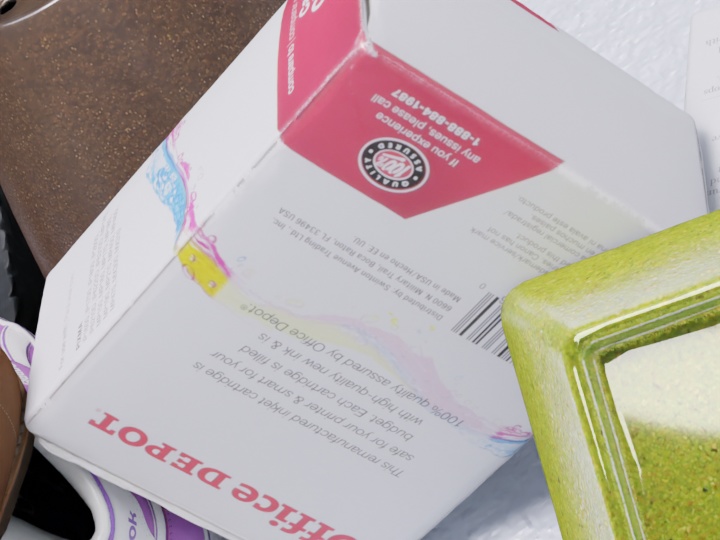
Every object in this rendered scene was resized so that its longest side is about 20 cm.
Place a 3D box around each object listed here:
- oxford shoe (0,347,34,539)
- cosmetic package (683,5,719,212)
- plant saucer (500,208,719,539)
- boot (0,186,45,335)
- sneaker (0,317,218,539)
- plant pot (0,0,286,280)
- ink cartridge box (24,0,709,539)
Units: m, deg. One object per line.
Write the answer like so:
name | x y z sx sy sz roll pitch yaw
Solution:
oxford shoe | -0.150 0.109 0.816 0.071 0.071 0.201 4 66 1
cosmetic package | 0.163 -0.009 0.846 0.101 0.071 0.201 -14 43 26
plant saucer | 0.144 0.064 0.724 0.199 0.048 0.201 -21 74 21
boot | -0.207 0.035 1.094 0.167 0.077 0.201 -22 46 13
sneaker | -0.146 0.053 0.944 0.200 0.114 0.073 29 87 29
plant pot | -0.068 -0.059 0.979 0.186 0.200 0.188 -22 40 19
ink cartridge box | 0.000 0.000 0.853 0.200 0.147 0.086 -44 28 33
